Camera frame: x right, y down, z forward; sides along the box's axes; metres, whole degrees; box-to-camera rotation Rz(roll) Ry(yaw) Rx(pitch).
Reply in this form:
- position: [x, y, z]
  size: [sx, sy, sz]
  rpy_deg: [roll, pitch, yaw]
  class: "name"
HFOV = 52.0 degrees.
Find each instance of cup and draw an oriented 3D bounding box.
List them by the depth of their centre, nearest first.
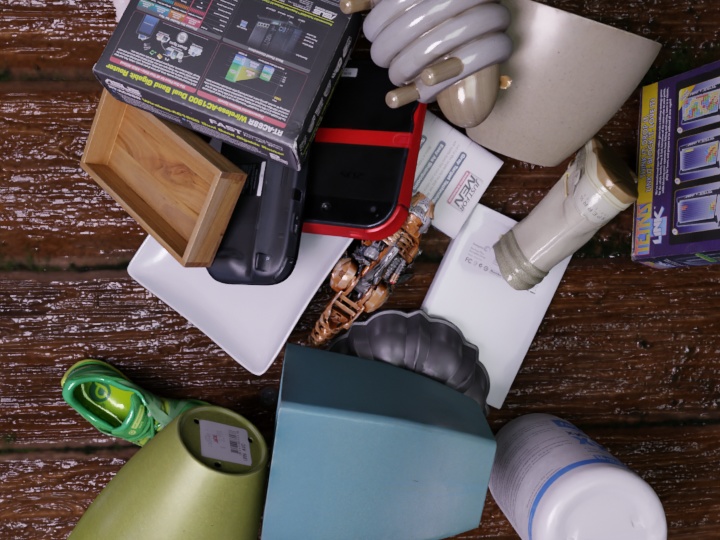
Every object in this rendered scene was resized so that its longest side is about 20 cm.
- position: [0.179, -0.191, 0.752]
  size: [0.199, 0.200, 0.144]
  rpy_deg: [15, 112, -7]
  class: "cup"

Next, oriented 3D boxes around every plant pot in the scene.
- position: [0.016, 0.170, 0.697]
  size: [0.199, 0.141, 0.142]
  rpy_deg: [8, 105, -6]
  class: "plant pot"
- position: [-0.171, 0.235, 0.718]
  size: [0.186, 0.187, 0.201]
  rpy_deg: [26, 111, -8]
  class: "plant pot"

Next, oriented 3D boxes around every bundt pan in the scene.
- position: [0.046, 0.147, 0.795]
  size: [0.201, 0.076, 0.203]
  rpy_deg: [0, 104, 2]
  class: "bundt pan"

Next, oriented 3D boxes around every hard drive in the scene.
- position: [0.141, 0.040, 0.839]
  size: [0.131, 0.027, 0.201]
  rpy_deg: [24, 92, -7]
  class: "hard drive"

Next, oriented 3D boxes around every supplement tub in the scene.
- position: [0.217, 0.239, 0.779]
  size: [0.131, 0.200, 0.133]
  rpy_deg: [-1, 96, -6]
  class: "supplement tub"

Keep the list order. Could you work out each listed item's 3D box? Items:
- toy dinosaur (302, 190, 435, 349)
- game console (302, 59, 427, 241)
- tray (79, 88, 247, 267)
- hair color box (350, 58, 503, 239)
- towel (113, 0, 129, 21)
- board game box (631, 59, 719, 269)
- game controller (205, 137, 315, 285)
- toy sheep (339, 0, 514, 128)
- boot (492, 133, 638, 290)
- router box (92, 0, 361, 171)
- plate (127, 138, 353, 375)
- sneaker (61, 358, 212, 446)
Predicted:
- position: [0.000, 0.000, 0.761]
  size: [0.199, 0.136, 0.102]
  rpy_deg: [-32, 101, 6]
  class: "toy dinosaur"
- position: [-0.037, -0.124, 0.732]
  size: [0.199, 0.031, 0.178]
  rpy_deg: [7, 79, 21]
  class: "game console"
- position: [-0.197, -0.098, 0.716]
  size: [0.200, 0.037, 0.099]
  rpy_deg: [39, 113, 30]
  class: "tray"
- position: [0.041, -0.130, 0.794]
  size: [0.199, 0.061, 0.100]
  rpy_deg: [32, 95, -7]
  class: "hair color box"
- position: [-0.160, -0.278, 0.747]
  size: [0.190, 0.032, 0.201]
  rpy_deg: [-11, 96, 16]
  class: "towel"
- position: [0.364, -0.108, 0.748]
  size: [0.056, 0.165, 0.201]
  rpy_deg: [12, 80, -28]
  class: "board game box"
- position: [-0.097, -0.085, 0.712]
  size: [0.104, 0.042, 0.201]
  rpy_deg: [-1, 75, 35]
  class: "game controller"
- position: [0.061, -0.218, 0.638]
  size: [0.137, 0.138, 0.201]
  rpy_deg: [-24, 96, -3]
  class: "toy sheep"
- position: [0.215, -0.062, 0.781]
  size: [0.072, 0.200, 0.155]
  rpy_deg: [43, 116, 0]
  class: "boot"
- position: [-0.116, -0.199, 0.672]
  size: [0.199, 0.062, 0.151]
  rpy_deg: [22, 79, 6]
  class: "router box"
- position: [-0.119, -0.026, 0.774]
  size: [0.199, 0.032, 0.201]
  rpy_deg: [34, 92, 19]
  class: "plate"
- position: [-0.227, 0.162, 0.784]
  size: [0.199, 0.084, 0.074]
  rpy_deg: [24, 92, -8]
  class: "sneaker"
